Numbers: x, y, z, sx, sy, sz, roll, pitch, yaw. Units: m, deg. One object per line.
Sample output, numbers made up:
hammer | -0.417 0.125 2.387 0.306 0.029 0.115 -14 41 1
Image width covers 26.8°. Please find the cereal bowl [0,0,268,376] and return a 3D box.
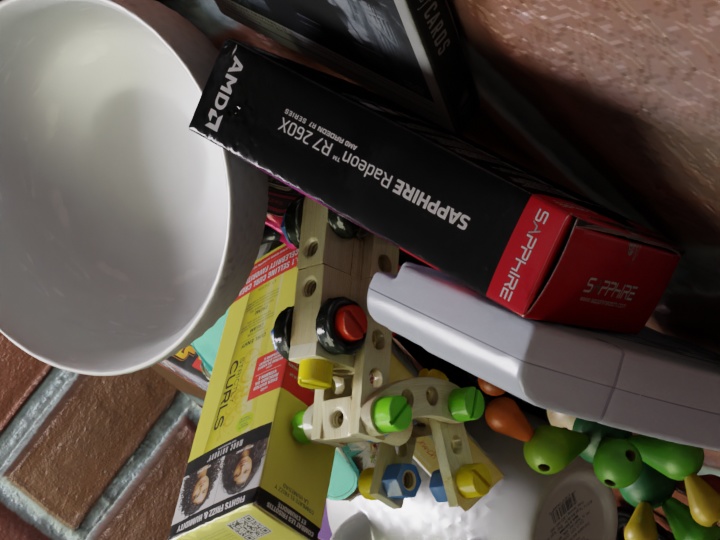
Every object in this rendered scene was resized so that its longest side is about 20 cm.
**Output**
cereal bowl | -0.128 -0.051 0.794 0.199 0.201 0.083 33 -153 18

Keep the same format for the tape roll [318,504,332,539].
tape roll | -0.024 0.114 1.203 0.200 0.065 0.201 50 -159 -27

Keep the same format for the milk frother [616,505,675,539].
milk frother | 0.134 0.248 1.206 0.180 0.189 0.199 43 166 -28

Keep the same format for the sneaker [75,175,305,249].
sneaker | -0.123 -0.026 0.884 0.081 0.198 0.075 45 -153 -64

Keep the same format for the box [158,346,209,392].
box | -0.114 0.018 1.183 0.040 0.137 0.199 44 166 -34

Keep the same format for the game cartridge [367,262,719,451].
game cartridge | 0.115 0.044 0.694 0.199 0.041 0.133 14 -177 -36

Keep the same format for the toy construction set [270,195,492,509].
toy construction set | 0.011 0.023 0.818 0.092 0.202 0.130 -29 144 35

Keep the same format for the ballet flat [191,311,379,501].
ballet flat | -0.055 0.065 1.003 0.075 0.064 0.201 -29 101 31

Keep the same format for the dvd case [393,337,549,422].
dvd case | 0.071 0.053 1.082 0.199 0.016 0.149 34 166 17

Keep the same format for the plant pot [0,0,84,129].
plant pot | -0.199 -0.107 0.944 0.187 0.188 0.199 41 151 -16

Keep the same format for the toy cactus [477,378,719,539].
toy cactus | 0.138 0.079 0.873 0.199 0.103 0.165 36 -174 -6

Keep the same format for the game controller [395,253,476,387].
game controller | 0.000 0.000 0.984 0.200 0.042 0.104 48 164 -10

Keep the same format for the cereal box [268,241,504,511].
cereal box | 0.005 0.058 0.994 0.144 0.039 0.200 48 -179 -30

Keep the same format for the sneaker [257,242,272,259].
sneaker | -0.116 -0.048 1.047 0.073 0.117 0.200 10 158 -25

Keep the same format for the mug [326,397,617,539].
mug | 0.067 0.172 1.042 0.174 0.199 0.149 8 112 49

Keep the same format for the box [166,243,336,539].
box | -0.048 0.071 0.854 0.075 0.201 0.050 -28 124 36

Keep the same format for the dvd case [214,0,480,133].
dvd case | -0.031 -0.145 0.635 0.150 0.025 0.200 31 166 27

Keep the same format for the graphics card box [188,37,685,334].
graphics card box | 0.033 -0.038 0.683 0.199 0.051 0.125 31 -168 30
